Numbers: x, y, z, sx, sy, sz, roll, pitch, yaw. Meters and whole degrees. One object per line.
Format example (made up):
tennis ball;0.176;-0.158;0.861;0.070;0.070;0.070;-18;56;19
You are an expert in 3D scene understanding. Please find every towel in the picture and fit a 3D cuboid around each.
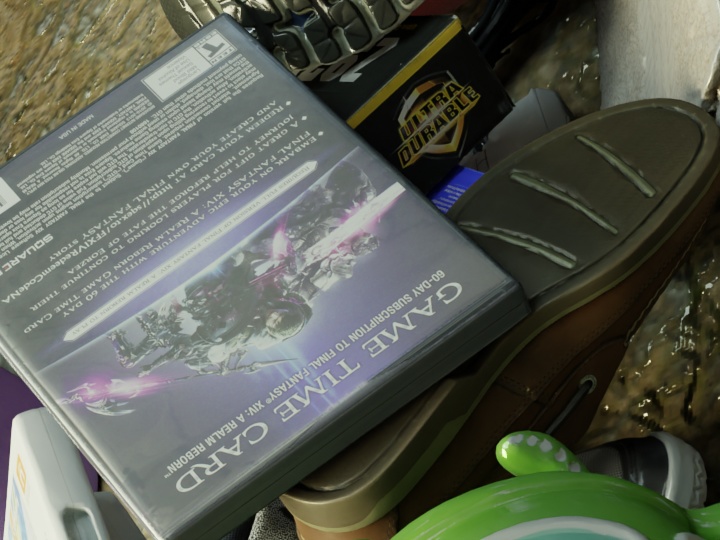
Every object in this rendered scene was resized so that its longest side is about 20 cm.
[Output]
towel;0.115;-0.117;1.076;0.133;0.034;0.200;118;154;-61

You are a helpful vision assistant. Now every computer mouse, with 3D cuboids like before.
computer mouse;0.059;-0.043;1.165;0.110;0.044;0.200;-46;33;14

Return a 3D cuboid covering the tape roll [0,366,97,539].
tape roll;-0.217;0.130;1.350;0.200;0.085;0.200;-34;39;33

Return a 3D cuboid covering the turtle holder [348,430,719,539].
turtle holder;0.078;0.140;0.909;0.132;0.185;0.141;-133;46;-58

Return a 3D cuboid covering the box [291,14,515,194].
box;-0.054;-0.032;1.125;0.160;0.049;0.200;-42;22;-21

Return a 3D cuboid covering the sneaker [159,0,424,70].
sneaker;0.018;-0.135;1.097;0.200;0.079;0.089;-24;6;11

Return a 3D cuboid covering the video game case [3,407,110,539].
video game case;-0.099;0.181;1.052;0.200;0.022;0.183;101;152;-47

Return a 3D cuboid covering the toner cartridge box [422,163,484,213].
toner cartridge box;0.000;0.000;1.102;0.095;0.043;0.200;-41;22;-10

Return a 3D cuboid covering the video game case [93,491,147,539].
video game case;-0.062;0.201;1.026;0.200;0.024;0.182;-135;40;-58

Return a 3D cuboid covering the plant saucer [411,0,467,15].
plant saucer;0.005;-0.201;1.270;0.200;0.037;0.200;-30;62;59

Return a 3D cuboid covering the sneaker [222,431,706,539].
sneaker;0.019;0.099;1.024;0.200;0.114;0.076;-33;39;34

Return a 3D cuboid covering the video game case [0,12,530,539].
video game case;-0.053;0.000;0.993;0.143;0.019;0.200;-36;46;-10

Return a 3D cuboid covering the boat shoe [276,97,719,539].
boat shoe;0.051;0.025;0.985;0.200;0.068;0.072;-42;44;-14
